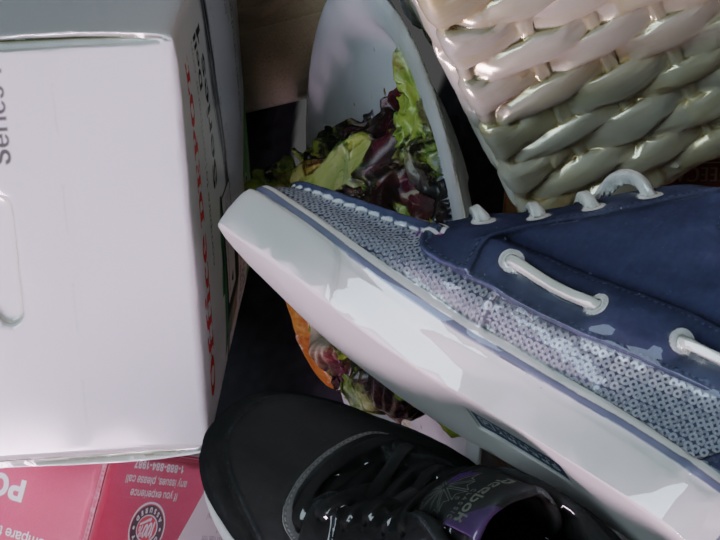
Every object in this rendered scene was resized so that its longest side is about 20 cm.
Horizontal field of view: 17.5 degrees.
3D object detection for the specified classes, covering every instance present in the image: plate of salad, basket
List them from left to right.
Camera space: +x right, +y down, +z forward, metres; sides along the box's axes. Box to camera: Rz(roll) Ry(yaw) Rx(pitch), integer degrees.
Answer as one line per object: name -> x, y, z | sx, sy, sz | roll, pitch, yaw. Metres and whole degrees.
plate of salad -> 0.000, 0.000, 0.808 | 0.200, 0.048, 0.200 | 172, 90, -75
basket -> 0.086, -0.150, 0.706 | 0.200, 0.198, 0.161 | -27, 43, 3

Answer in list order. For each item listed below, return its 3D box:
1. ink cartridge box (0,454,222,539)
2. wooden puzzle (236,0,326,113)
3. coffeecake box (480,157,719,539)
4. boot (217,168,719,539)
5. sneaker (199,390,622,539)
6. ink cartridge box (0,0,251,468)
ink cartridge box -> -0.109, 0.158, 0.853 | 0.085, 0.146, 0.200 | 12, 87, 28
wooden puzzle -> -0.070, -0.157, 0.955 | 0.185, 0.046, 0.200 | -11, 80, 32
coffeecake box -> 0.124, 0.032, 0.771 | 0.153, 0.073, 0.200 | 1, 82, 32
boot -> 0.056, 0.006, 0.676 | 0.200, 0.073, 0.090 | 32, 78, 29
sneaker -> 0.030, 0.076, 0.674 | 0.200, 0.088, 0.076 | 32, 59, 31
ink cartridge box -> -0.088, -0.037, 0.818 | 0.084, 0.200, 0.146 | -3, 111, 2
